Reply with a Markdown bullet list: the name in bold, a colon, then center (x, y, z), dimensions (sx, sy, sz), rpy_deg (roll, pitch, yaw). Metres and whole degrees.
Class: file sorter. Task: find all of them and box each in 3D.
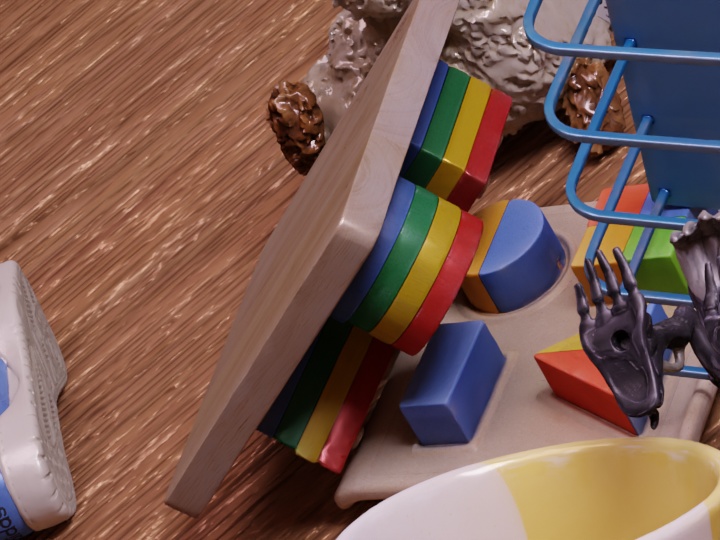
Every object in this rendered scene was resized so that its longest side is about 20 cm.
- **file sorter**: center (0.157, -0.060, 1.233), dimensions (0.138, 0.200, 0.123), rpy_deg (6, 49, 24)

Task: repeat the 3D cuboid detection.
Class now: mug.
- **mug**: center (0.096, 0.152, 1.073), dimensions (0.186, 0.154, 0.149), rpy_deg (-14, 11, -1)

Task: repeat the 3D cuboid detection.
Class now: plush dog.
- **plush dog**: center (0.042, -0.107, 1.536), dimensions (0.172, 0.161, 0.200), rpy_deg (-28, 0, 40)

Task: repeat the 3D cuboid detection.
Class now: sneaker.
- **sneaker**: center (-0.215, 0.077, 1.560), dimensions (0.111, 0.077, 0.200), rpy_deg (-21, 39, 6)

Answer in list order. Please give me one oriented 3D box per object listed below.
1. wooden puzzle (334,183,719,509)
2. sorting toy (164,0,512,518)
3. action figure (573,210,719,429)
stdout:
- **wooden puzzle**: center (0.088, 0.024, 1.366), dimensions (0.199, 0.046, 0.186), rpy_deg (-10, 39, 36)
- **sorting toy**: center (0.000, 0.000, 1.382), dimensions (0.200, 0.069, 0.199), rpy_deg (-57, 9, 39)
- **action figure**: center (0.170, 0.023, 1.137), dimensions (0.119, 0.200, 0.102), rpy_deg (-5, 81, 32)
